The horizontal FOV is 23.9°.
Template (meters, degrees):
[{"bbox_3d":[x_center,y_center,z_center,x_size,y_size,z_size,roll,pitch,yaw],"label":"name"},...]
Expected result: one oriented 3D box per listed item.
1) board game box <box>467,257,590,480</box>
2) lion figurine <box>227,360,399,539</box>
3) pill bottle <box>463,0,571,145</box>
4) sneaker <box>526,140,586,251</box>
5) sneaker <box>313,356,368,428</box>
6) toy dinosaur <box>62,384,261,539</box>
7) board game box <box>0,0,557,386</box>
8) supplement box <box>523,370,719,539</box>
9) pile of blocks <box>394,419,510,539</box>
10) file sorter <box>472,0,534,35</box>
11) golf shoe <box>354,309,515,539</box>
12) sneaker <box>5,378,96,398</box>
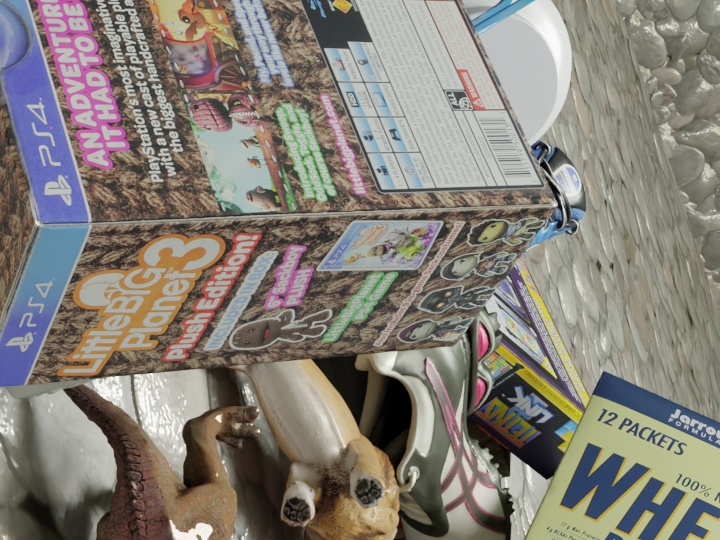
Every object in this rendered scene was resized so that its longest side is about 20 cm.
[{"bbox_3d":[0.067,0.019,1.112,0.165,0.057,0.200,41,19,-38],"label":"board game box"},{"bbox_3d":[-0.034,0.071,0.882,0.122,0.072,0.201,-64,133,-87],"label":"lion figurine"},{"bbox_3d":[0.056,-0.126,0.972,0.200,0.112,0.113,-111,180,-71],"label":"pill bottle"},{"bbox_3d":[0.086,-0.045,1.008,0.200,0.089,0.079,-69,141,-71],"label":"sneaker"},{"bbox_3d":[0.000,0.000,0.997,0.074,0.087,0.201,31,42,-42],"label":"sneaker"},{"bbox_3d":[-0.076,0.132,0.677,0.136,0.085,0.201,-44,117,-68],"label":"toy dinosaur"},{"bbox_3d":[-0.055,-0.054,0.633,0.199,0.097,0.160,-3,55,-29],"label":"board game box"},{"bbox_3d":[0.149,0.212,1.008,0.201,0.134,0.200,102,16,-49],"label":"supplement box"},{"bbox_3d":[0.048,0.127,1.073,0.062,0.082,0.201,57,26,-46],"label":"pile of blocks"},{"bbox_3d":[-0.014,-0.153,0.813,0.123,0.200,0.139,-36,101,-39],"label":"file sorter"},{"bbox_3d":[0.033,0.111,0.963,0.088,0.077,0.201,-27,117,-44],"label":"golf shoe"},{"bbox_3d":[-0.114,-0.025,0.703,0.200,0.075,0.105,-68,140,-69],"label":"sneaker"}]
